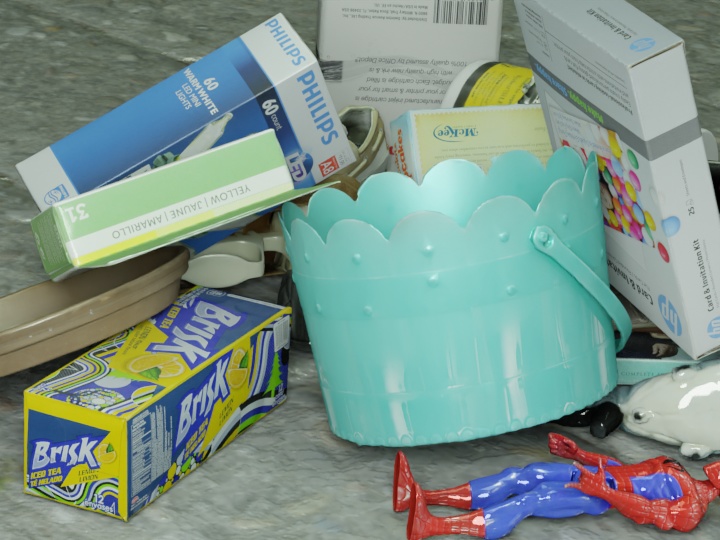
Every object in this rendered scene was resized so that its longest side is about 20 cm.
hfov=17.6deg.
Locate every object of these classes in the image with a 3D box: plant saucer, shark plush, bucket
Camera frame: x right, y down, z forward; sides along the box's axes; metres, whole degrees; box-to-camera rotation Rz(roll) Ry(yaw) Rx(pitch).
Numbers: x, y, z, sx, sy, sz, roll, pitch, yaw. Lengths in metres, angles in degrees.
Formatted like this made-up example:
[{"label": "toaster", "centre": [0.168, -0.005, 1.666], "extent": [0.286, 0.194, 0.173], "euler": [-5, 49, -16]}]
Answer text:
[{"label": "plant saucer", "centre": [-0.192, 0.031, 1.392], "extent": [0.199, 0.030, 0.200], "euler": [-19, 7, 2]}, {"label": "shark plush", "centre": [0.207, 0.092, 1.406], "extent": [0.199, 0.092, 0.083], "euler": [-15, -2, 6]}, {"label": "bucket", "centre": [0.057, 0.013, 1.366], "extent": [0.205, 0.136, 0.207], "euler": [-10, 10, 2]}]

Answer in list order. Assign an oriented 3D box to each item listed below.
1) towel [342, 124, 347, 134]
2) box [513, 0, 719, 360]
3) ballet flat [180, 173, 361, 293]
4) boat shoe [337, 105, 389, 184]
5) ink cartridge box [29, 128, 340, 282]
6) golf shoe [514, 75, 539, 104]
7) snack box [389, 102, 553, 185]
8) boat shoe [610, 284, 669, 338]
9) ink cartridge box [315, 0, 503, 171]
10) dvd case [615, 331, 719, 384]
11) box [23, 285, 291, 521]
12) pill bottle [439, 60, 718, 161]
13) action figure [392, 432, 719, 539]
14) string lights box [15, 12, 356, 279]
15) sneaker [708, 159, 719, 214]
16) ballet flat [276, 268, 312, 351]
[{"label": "towel", "centre": [-0.115, -0.073, 1.646], "extent": [0.198, 0.030, 0.146], "euler": [-10, 13, 11]}, {"label": "box", "centre": [0.158, -0.068, 1.380], "extent": [0.041, 0.201, 0.156], "euler": [-25, 32, -11]}, {"label": "ballet flat", "centre": [-0.073, -0.018, 1.596], "extent": [0.199, 0.068, 0.072], "euler": [-10, 29, -27]}, {"label": "boat shoe", "centre": [-0.039, -0.074, 1.747], "extent": [0.074, 0.069, 0.200], "euler": [11, 21, 20]}, {"label": "ink cartridge box", "centre": [-0.108, -0.041, 1.367], "extent": [0.145, 0.048, 0.200], "euler": [-21, 1, -16]}, {"label": "golf shoe", "centre": [0.136, -0.090, 1.668], "extent": [0.088, 0.077, 0.200], "euler": [40, 70, 8]}, {"label": "snack box", "centre": [0.123, -0.054, 1.595], "extent": [0.199, 0.117, 0.037], "euler": [-4, -9, -23]}, {"label": "boat shoe", "centre": [0.198, 0.014, 1.511], "extent": [0.199, 0.076, 0.072], "euler": [6, -15, 31]}, {"label": "ink cartridge box", "centre": [0.036, -0.181, 1.865], "extent": [0.144, 0.202, 0.084], "euler": [3, 17, -4]}, {"label": "dvd case", "centre": [0.153, 0.030, 1.570], "extent": [0.145, 0.022, 0.200], "euler": [2, 19, -5]}, {"label": "box", "centre": [-0.113, 0.072, 1.343], "extent": [0.070, 0.065, 0.200], "euler": [12, 21, 22]}, {"label": "pill bottle", "centre": [0.163, -0.087, 1.759], "extent": [0.199, 0.112, 0.111], "euler": [17, 24, 30]}, {"label": "action figure", "centre": [0.121, 0.119, 1.288], "extent": [0.198, 0.052, 0.065], "euler": [1, 15, -13]}, {"label": "string lights box", "centre": [-0.112, -0.070, 1.513], "extent": [0.199, 0.103, 0.059], "euler": [-31, 49, -6]}, {"label": "sneaker", "centre": [0.244, -0.026, 1.561], "extent": [0.199, 0.086, 0.081], "euler": [19, 55, -20]}, {"label": "ballet flat", "centre": [0.000, 0.000, 1.570], "extent": [0.066, 0.057, 0.200], "euler": [11, 21, 16]}]
